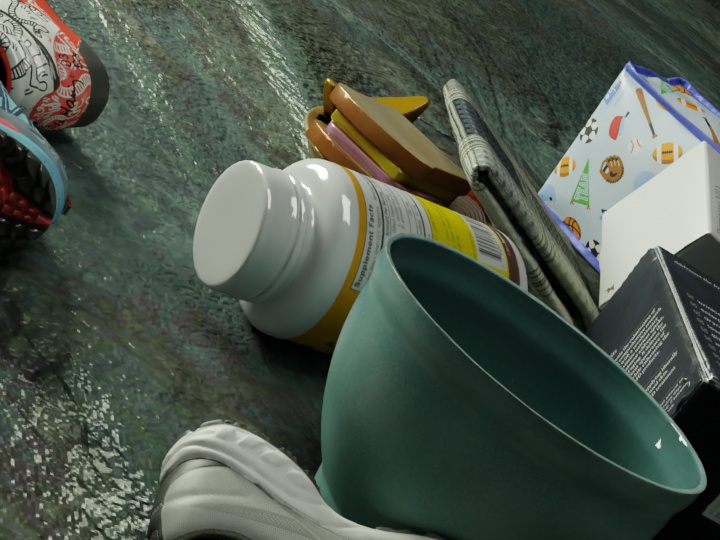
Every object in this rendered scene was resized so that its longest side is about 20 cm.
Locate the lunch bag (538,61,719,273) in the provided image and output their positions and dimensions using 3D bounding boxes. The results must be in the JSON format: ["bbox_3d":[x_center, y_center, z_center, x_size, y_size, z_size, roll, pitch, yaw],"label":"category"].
[{"bbox_3d":[0.287,-0.060,1.398,0.123,0.171,0.200,4,36,-44],"label":"lunch bag"}]

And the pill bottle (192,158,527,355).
[{"bbox_3d":[0.000,0.000,0.936,0.199,0.110,0.110,19,27,-35],"label":"pill bottle"}]

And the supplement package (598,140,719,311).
[{"bbox_3d":[0.305,0.018,1.256,0.199,0.120,0.122,37,38,-21],"label":"supplement package"}]

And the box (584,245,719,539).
[{"bbox_3d":[0.267,0.113,1.081,0.199,0.124,0.197,30,24,-13],"label":"box"}]

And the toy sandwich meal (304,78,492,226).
[{"bbox_3d":[0.038,-0.089,1.219,0.204,0.071,0.206,30,23,-14],"label":"toy sandwich meal"}]

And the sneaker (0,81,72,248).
[{"bbox_3d":[-0.242,-0.089,0.831,0.200,0.079,0.096,43,12,-5],"label":"sneaker"}]

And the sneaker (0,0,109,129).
[{"bbox_3d":[-0.252,-0.165,0.953,0.201,0.067,0.108,45,21,15],"label":"sneaker"}]

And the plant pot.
[{"bbox_3d":[0.057,0.095,0.785,0.199,0.135,0.201,33,16,-10],"label":"plant pot"}]

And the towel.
[{"bbox_3d":[0.129,-0.045,1.248,0.200,0.034,0.193,52,13,-25],"label":"towel"}]

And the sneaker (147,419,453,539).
[{"bbox_3d":[-0.010,0.150,0.691,0.199,0.074,0.080,28,34,-5],"label":"sneaker"}]
